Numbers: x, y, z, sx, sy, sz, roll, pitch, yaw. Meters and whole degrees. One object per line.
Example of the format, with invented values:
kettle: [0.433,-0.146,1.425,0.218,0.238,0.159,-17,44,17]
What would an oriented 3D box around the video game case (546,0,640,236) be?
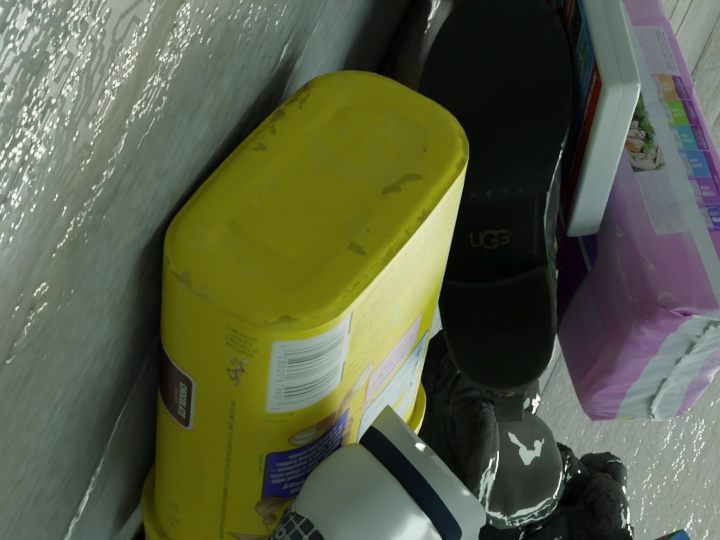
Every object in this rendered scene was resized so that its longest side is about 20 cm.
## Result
video game case: [0.094,-0.136,0.877,0.143,0.017,0.200,92,-10,-65]

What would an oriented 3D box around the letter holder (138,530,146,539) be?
letter holder: [-0.070,0.221,0.846,0.200,0.142,0.101,-58,168,-32]

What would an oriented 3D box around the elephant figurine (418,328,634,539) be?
elephant figurine: [0.065,0.090,1.068,0.155,0.141,0.200,-84,151,-50]

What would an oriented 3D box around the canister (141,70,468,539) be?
canister: [-0.025,0.032,0.777,0.149,0.087,0.200,-49,161,-36]

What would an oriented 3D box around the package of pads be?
package of pads: [0.135,-0.033,0.963,0.121,0.076,0.200,116,-36,-54]

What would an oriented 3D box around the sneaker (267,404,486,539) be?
sneaker: [0.006,0.124,0.772,0.080,0.076,0.200,-42,153,-12]

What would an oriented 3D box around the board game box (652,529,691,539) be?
board game box: [0.089,0.222,1.096,0.151,0.037,0.200,-26,174,-38]

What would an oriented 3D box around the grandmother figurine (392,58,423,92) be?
grandmother figurine: [0.000,0.000,0.939,0.121,0.061,0.200,31,87,-52]

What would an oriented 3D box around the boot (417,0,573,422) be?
boot: [0.066,-0.025,0.901,0.174,0.069,0.200,25,67,-83]
